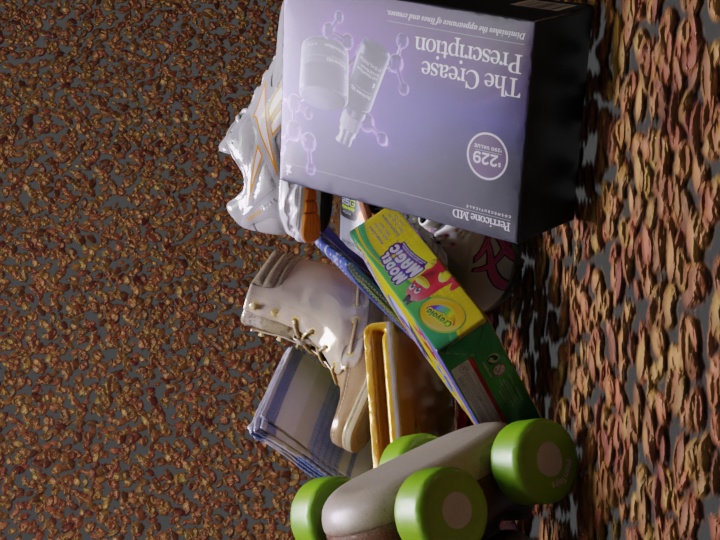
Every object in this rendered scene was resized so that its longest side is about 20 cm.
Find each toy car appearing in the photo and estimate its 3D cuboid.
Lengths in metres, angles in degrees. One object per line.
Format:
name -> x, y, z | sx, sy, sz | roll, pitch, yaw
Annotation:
toy car -> 0.071, 0.214, 0.929 | 0.164, 0.157, 0.202 | -18, 93, 57

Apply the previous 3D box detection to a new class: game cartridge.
game cartridge -> 0.052, 0.158, 1.284 | 0.200, 0.032, 0.178 | 46, -143, -64

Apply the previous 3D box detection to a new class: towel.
towel -> 0.000, 0.000, 1.224 | 0.145, 0.024, 0.200 | 44, -179, -30
towel -> -0.010, 0.167, 1.351 | 0.024, 0.199, 0.147 | -50, 10, 29

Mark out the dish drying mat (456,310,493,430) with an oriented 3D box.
dish drying mat -> 0.100, 0.109, 1.263 | 0.077, 0.018, 0.202 | -90, 3, -63

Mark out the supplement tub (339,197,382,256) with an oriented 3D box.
supplement tub -> 0.041, -0.111, 1.409 | 0.123, 0.121, 0.203 | -108, 19, -76

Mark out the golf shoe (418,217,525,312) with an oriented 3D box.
golf shoe -> 0.078, -0.043, 1.060 | 0.073, 0.091, 0.201 | 55, 153, 40

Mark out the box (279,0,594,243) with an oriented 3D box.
box -> 0.045, -0.113, 0.926 | 0.079, 0.198, 0.143 | -24, -58, -48

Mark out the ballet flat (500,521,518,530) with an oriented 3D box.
ballet flat -> 0.093, 0.231, 1.123 | 0.200, 0.068, 0.072 | 109, 142, -74

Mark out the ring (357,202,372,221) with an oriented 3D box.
ring -> -0.002, -0.091, 1.274 | 0.200, 0.019, 0.202 | -20, -90, -89

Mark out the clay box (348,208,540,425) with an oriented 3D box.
clay box -> 0.056, 0.033, 1.048 | 0.115, 0.047, 0.200 | 59, 176, -36

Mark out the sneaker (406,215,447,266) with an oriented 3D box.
sneaker -> 0.073, -0.049, 1.277 | 0.075, 0.080, 0.202 | -95, 9, -66

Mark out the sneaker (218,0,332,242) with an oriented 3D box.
sneaker -> -0.072, -0.126, 1.141 | 0.076, 0.091, 0.203 | 0, -86, -71

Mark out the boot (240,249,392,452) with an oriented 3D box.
boot -> -0.043, 0.071, 1.336 | 0.073, 0.154, 0.202 | 87, -164, -56
